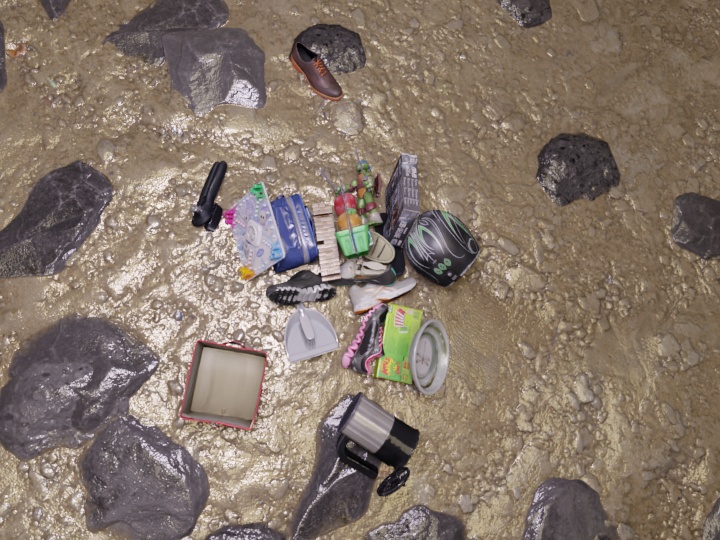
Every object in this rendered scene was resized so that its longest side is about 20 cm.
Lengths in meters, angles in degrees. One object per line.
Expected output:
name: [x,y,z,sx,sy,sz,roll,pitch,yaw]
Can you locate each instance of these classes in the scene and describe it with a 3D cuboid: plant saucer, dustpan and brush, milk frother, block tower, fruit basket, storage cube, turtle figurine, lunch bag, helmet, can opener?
plant saucer: [0.176,0.231,1.399,0.199,0.050,0.204,-2,93,-54]
dustpan and brush: [-0.151,0.131,1.384,0.138,0.058,0.201,-15,52,-15]
milk frother: [0.036,0.433,1.291,0.187,0.200,0.182,33,79,-2]
block tower: [-0.090,-0.076,1.376,0.053,0.058,0.203,-8,82,-4]
fruit basket: [-0.023,-0.135,1.311,0.092,0.185,0.203,-7,86,1]
storage cube: [-0.323,0.275,1.263,0.168,0.180,0.203,11,76,-8]
turtle figurine: [-0.018,-0.212,1.441,0.142,0.200,0.197,-14,85,21]
lunch bag: [-0.189,-0.107,1.386,0.131,0.136,0.203,-16,84,-16]
helmet: [0.212,-0.070,1.426,0.191,0.200,0.200,43,74,-2]
can opener: [-0.410,-0.208,1.413,0.063,0.078,0.203,0,72,29]

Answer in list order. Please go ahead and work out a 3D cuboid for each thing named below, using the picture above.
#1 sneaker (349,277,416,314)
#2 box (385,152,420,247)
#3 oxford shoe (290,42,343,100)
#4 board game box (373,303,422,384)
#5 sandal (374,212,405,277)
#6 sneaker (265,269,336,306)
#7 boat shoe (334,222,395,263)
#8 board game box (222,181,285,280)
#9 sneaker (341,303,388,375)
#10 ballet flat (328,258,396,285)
sneaker: [0.061,0.045,1.439,0.198,0.076,0.093,-20,79,-15]
box: [0.112,-0.193,1.420,0.049,0.158,0.202,9,56,-11]
oxford shoe: [-0.128,-0.583,1.526,0.200,0.073,0.071,42,74,-1]
board game box: [0.103,0.201,1.427,0.100,0.048,0.203,12,77,-8]
sandal: [0.091,-0.080,1.465,0.075,0.043,0.203,-6,64,-14]
sneaker: [-0.166,0.041,1.381,0.198,0.067,0.091,-2,47,-33]
boat shoe: [0.007,-0.078,1.431,0.198,0.068,0.076,25,92,10]
board game box: [-0.282,-0.096,1.341,0.026,0.199,0.203,-11,79,-43]
sneaker: [0.034,0.187,1.385,0.095,0.079,0.202,27,85,23]
ballet flat: [0.000,0.000,1.402,0.197,0.069,0.069,-1,47,14]
